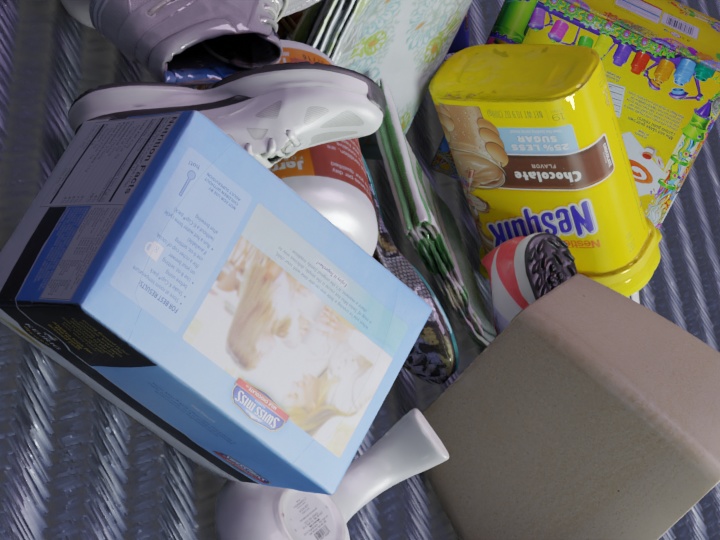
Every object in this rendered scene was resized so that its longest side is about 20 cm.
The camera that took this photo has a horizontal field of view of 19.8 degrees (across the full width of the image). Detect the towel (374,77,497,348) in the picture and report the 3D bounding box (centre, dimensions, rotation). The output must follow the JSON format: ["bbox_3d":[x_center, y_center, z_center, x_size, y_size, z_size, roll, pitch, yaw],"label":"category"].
[{"bbox_3d":[0.056,-0.040,1.599,0.200,0.023,0.153,56,14,-54],"label":"towel"}]

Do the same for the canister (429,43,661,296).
[{"bbox_3d":[0.147,-0.080,1.659,0.087,0.148,0.200,-55,137,-39],"label":"canister"}]

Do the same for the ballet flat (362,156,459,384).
[{"bbox_3d":[0.000,0.000,1.499,0.072,0.072,0.201,6,53,-58],"label":"ballet flat"}]

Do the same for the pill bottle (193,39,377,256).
[{"bbox_3d":[-0.049,-0.052,1.403,0.112,0.112,0.200,31,34,-41],"label":"pill bottle"}]

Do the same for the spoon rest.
[{"bbox_3d":[-0.021,0.150,1.290,0.099,0.061,0.200,56,38,5],"label":"spoon rest"}]

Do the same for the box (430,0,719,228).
[{"bbox_3d":[0.194,-0.145,1.768,0.200,0.193,0.122,26,28,2],"label":"box"}]

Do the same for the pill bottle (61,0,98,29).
[{"bbox_3d":[-0.183,-0.274,1.442,0.109,0.110,0.200,20,40,-51],"label":"pill bottle"}]

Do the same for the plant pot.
[{"bbox_3d":[0.155,0.119,1.482,0.177,0.200,0.200,45,24,9],"label":"plant pot"}]

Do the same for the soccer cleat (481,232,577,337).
[{"bbox_3d":[0.147,0.071,1.647,0.068,0.073,0.200,-14,91,-37],"label":"soccer cleat"}]

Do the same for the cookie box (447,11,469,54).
[{"bbox_3d":[0.026,-0.265,1.749,0.200,0.075,0.172,-22,115,-65],"label":"cookie box"}]

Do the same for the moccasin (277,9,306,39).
[{"bbox_3d":[-0.076,-0.196,1.572,0.074,0.078,0.201,52,25,-7],"label":"moccasin"}]

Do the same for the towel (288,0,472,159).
[{"bbox_3d":[0.009,-0.167,1.582,0.048,0.171,0.200,37,18,23],"label":"towel"}]

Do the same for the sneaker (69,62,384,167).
[{"bbox_3d":[-0.079,-0.060,1.300,0.076,0.200,0.116,88,-5,-65],"label":"sneaker"}]

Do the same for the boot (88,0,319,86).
[{"bbox_3d":[-0.077,-0.168,1.386,0.200,0.074,0.096,-19,52,-34],"label":"boot"}]

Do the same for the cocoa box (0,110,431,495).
[{"bbox_3d":[-0.087,0.020,1.174,0.200,0.131,0.134,40,68,-29],"label":"cocoa box"}]

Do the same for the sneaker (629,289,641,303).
[{"bbox_3d":[0.193,0.032,1.765,0.115,0.076,0.201,2,59,-61],"label":"sneaker"}]
